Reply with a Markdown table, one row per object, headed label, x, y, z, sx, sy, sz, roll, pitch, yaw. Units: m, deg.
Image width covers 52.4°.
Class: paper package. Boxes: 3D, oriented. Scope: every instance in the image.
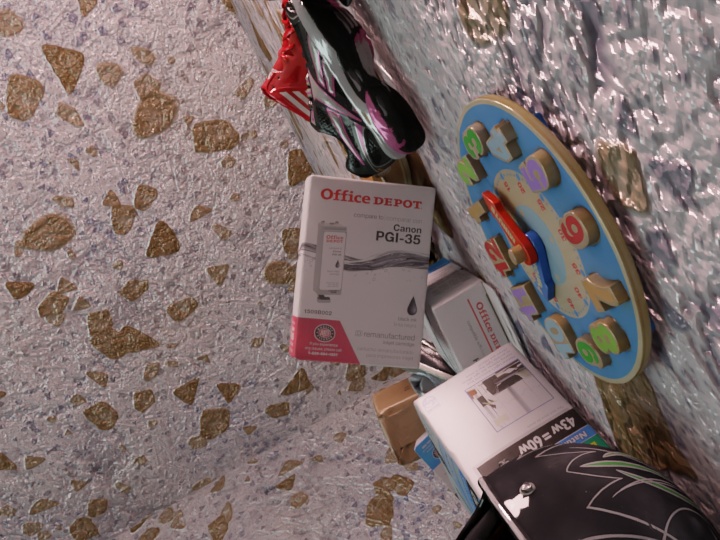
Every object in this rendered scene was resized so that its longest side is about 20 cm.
| label | x | y | z | sx | sy | sz | roll | pitch | yaw |
| --- | --- | --- | --- | --- | --- | --- | --- | --- | --- |
| paper package | 0.124 | 0.243 | 1.296 | 0.200 | 0.189 | 0.104 | 138 | 107 | -87 |

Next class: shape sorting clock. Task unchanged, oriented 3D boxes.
| label | x | y | z | sx | sy | sz | roll | pitch | yaw |
| --- | --- | --- | --- | --- | --- | --- | --- | --- | --- |
| shape sorting clock | 0.115 | -0.017 | 0.471 | 0.202 | 0.039 | 0.200 | 62 | 178 | 4 |

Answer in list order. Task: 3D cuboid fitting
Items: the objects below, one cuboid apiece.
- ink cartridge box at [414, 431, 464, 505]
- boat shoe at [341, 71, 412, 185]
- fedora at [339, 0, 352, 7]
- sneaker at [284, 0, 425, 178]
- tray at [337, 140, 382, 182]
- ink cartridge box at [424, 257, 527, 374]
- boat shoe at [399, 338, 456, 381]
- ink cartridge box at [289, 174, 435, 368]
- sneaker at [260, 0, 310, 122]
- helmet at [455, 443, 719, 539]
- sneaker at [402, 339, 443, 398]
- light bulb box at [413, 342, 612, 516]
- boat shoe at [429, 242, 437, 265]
| label | x | y | z | sx | sy | sz | roll | pitch | yaw |
| --- | --- | --- | --- | --- | --- | --- | --- | --- | --- |
| ink cartridge box | 0.183 | 0.280 | 1.022 | 0.200 | 0.116 | 0.067 | 47 | -177 | 7 |
| boat shoe | 0.008 | -0.152 | 0.850 | 0.074 | 0.066 | 0.201 | 59 | 176 | 45 |
| fedora | -0.082 | -0.313 | 0.641 | 0.202 | 0.091 | 0.201 | 61 | 177 | 6 |
| sneaker | -0.026 | -0.178 | 0.715 | 0.080 | 0.086 | 0.202 | -10 | -113 | -52 |
| tray | 0.004 | -0.173 | 1.061 | 0.099 | 0.037 | 0.200 | 63 | 178 | -31 |
| ink cartridge box | 0.121 | 0.065 | 0.860 | 0.117 | 0.067 | 0.200 | 62 | 177 | -13 |
| boat shoe | 0.108 | 0.119 | 1.005 | 0.198 | 0.061 | 0.074 | 15 | 167 | 37 |
| ink cartridge box | 0.000 | 0.000 | 0.824 | 0.083 | 0.144 | 0.203 | -166 | 80 | -84 |
| sneaker | -0.078 | -0.263 | 0.834 | 0.202 | 0.115 | 0.078 | 62 | 177 | -11 |
| helmet | 0.153 | 0.216 | 0.489 | 0.198 | 0.192 | 0.200 | 24 | -170 | -5 |
| sneaker | 0.117 | 0.132 | 1.114 | 0.076 | 0.114 | 0.200 | 62 | 177 | -18 |
| light bulb box | 0.172 | 0.218 | 0.718 | 0.200 | 0.124 | 0.199 | 52 | 171 | 53 |
| boat shoe | 0.068 | -0.018 | 0.998 | 0.068 | 0.071 | 0.201 | 62 | 175 | 26 |
